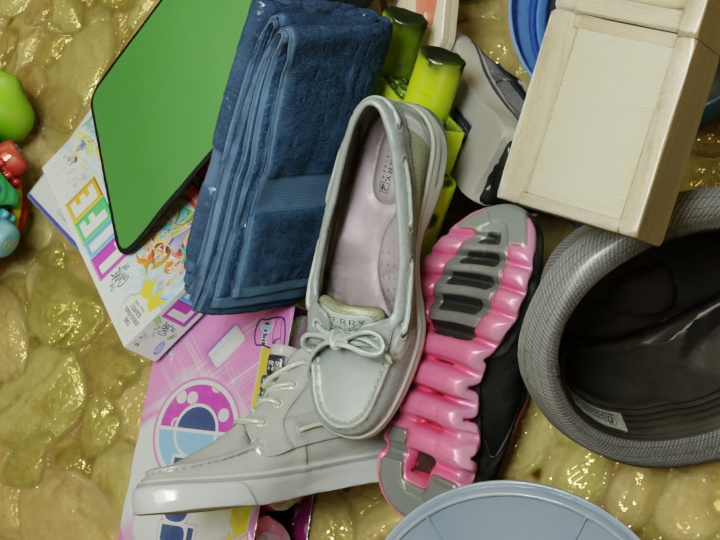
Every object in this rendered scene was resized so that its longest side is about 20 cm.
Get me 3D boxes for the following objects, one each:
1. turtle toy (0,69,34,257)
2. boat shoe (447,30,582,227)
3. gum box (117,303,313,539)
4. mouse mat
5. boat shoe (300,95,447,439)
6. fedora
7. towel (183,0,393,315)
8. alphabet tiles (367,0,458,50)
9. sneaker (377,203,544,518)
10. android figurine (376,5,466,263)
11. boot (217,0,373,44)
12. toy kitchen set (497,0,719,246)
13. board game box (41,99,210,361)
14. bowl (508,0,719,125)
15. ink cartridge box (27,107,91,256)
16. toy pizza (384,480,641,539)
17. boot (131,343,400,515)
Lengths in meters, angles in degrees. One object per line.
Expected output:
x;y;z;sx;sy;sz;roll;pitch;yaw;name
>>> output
-0.321;-0.075;1.119;0.145;0.100;0.202;-22;61;55;turtle toy
0.097;-0.093;0.911;0.075;0.092;0.200;-61;26;26;boat shoe
-0.092;0.126;0.944;0.113;0.066;0.202;2;76;32;gum box
-0.127;-0.127;0.944;0.200;0.007;0.162;-43;49;33;mouse mat
0.002;0.000;0.804;0.074;0.065;0.204;16;96;27;boat shoe
0.182;0.020;0.789;0.199;0.178;0.090;-17;29;1;fedora
-0.043;-0.068;0.857;0.048;0.111;0.201;34;118;37;towel
-0.001;-0.200;0.979;0.199;0.015;0.197;8;94;51;alphabet tiles
0.075;0.058;0.849;0.079;0.095;0.201;23;100;38;sneaker
0.011;-0.066;0.912;0.182;0.041;0.201;59;136;48;android figurine
-0.058;-0.203;0.945;0.154;0.073;0.205;38;104;50;boot
0.142;-0.114;0.768;0.162;0.200;0.182;19;94;32;toy kitchen set
-0.146;-0.052;0.985;0.134;0.034;0.200;-44;50;12;board game box
0.195;-0.183;0.894;0.199;0.039;0.202;-9;70;27;bowl
-0.143;-0.085;1.052;0.197;0.047;0.201;41;99;37;ink cartridge box
0.094;0.218;0.798;0.199;0.032;0.202;3;99;18;toy pizza
-0.055;0.095;0.859;0.073;0.199;0.096;-18;79;54;boot
